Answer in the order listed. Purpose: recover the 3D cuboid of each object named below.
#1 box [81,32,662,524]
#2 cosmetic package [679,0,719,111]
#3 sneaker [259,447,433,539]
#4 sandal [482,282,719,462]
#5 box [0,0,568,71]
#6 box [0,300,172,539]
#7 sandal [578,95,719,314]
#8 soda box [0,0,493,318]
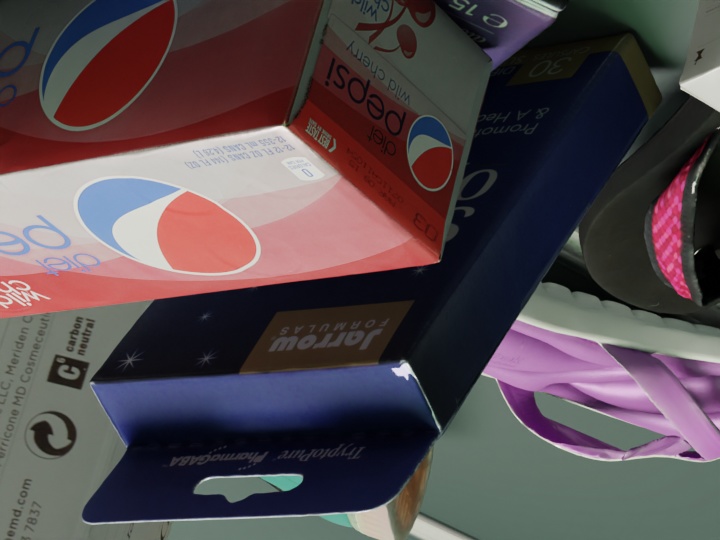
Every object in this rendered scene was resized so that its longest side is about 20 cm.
[{"bbox_3d":[0.000,0.000,0.912,0.121,0.200,0.032,-6,125,37],"label":"box"},{"bbox_3d":[0.170,-0.096,0.752,0.051,0.083,0.200,30,151,-27],"label":"cosmetic package"},{"bbox_3d":[-0.023,0.043,1.149,0.079,0.072,0.200,13,150,15],"label":"sneaker"},{"bbox_3d":[0.090,0.047,1.097,0.202,0.050,0.082,16,156,-19],"label":"sandal"},{"bbox_3d":[-0.040,-0.104,0.831,0.147,0.105,0.200,23,153,-16],"label":"box"},{"bbox_3d":[-0.168,0.048,1.094,0.199,0.200,0.131,12,155,7],"label":"box"},{"bbox_3d":[0.121,-0.024,0.941,0.075,0.045,0.200,-6,157,-16],"label":"sandal"},{"bbox_3d":[-0.067,-0.034,0.793,0.199,0.064,0.070,-8,146,39],"label":"soda box"}]
